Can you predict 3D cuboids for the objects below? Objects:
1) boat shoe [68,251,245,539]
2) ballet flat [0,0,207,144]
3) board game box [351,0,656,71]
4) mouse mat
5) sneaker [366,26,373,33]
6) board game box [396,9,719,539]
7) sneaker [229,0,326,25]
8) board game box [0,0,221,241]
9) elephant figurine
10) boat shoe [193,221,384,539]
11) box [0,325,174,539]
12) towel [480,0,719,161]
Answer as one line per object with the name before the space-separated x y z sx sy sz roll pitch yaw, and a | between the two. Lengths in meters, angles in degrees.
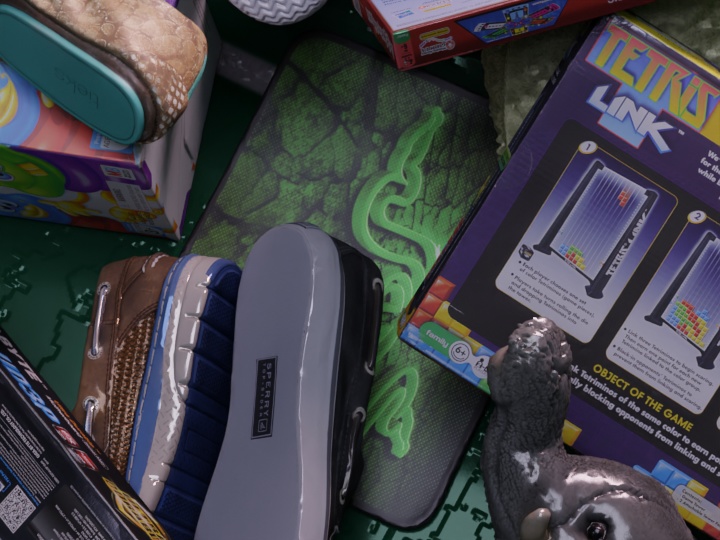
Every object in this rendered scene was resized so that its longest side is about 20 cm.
boat shoe | -0.104 0.090 1.288 0.072 0.072 0.201 7 72 24
ballet flat | -0.148 -0.124 1.260 0.200 0.071 0.065 36 53 13
board game box | 0.099 -0.130 1.225 0.199 0.103 0.020 -16 113 -5
mouse mat | 0.000 0.000 1.334 0.160 0.008 0.201 23 77 13
sneaker | 0.073 -0.122 1.333 0.129 0.079 0.200 -35 80 4
board game box | 0.141 0.008 1.235 0.199 0.057 0.166 33 98 -1
sneaker | -0.053 -0.201 1.312 0.075 0.115 0.201 -29 83 18
board game box | -0.175 -0.089 1.332 0.199 0.105 0.104 9 73 10
elephant figurine | 0.096 0.142 1.182 0.141 0.155 0.201 43 110 35
boat shoe | -0.025 0.081 1.275 0.068 0.056 0.202 -2 76 46
box | -0.180 0.117 1.249 0.159 0.046 0.200 -49 59 8
towel | 0.130 -0.038 1.274 0.147 0.036 0.202 -6 99 6
